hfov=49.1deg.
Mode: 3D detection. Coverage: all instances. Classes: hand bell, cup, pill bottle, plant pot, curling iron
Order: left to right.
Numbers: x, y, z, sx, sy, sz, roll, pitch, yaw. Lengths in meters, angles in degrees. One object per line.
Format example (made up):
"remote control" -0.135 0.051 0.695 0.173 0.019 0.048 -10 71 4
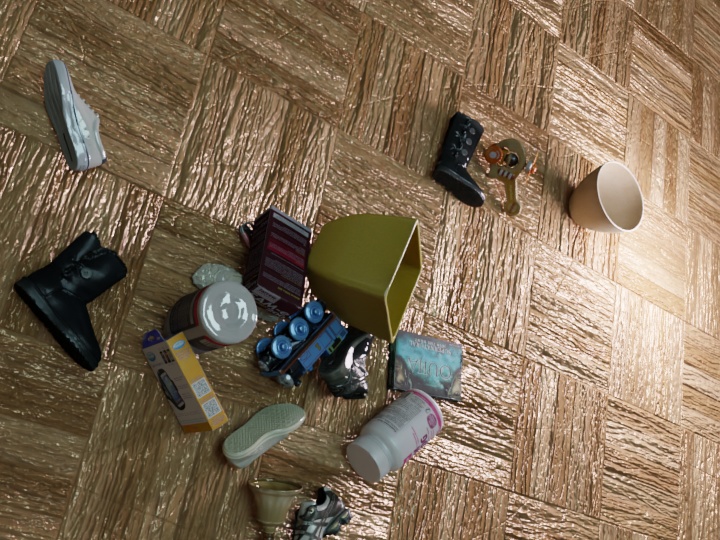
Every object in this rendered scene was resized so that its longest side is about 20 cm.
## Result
"pill bottle" -0.276 0.089 1.403 0.110 0.200 0.111 10 73 -34
"curling iron" -0.192 -0.012 1.600 0.050 0.026 0.200 -28 95 -36
"hand bell" -0.170 0.497 1.463 0.104 0.104 0.201 9 86 -34
"plant pot" 0.000 0.000 1.619 0.196 0.199 0.195 78 32 -56
"pill bottle" 0.071 0.345 1.644 0.200 0.113 0.114 -33 98 -36
"cup" 0.670 -0.188 2.200 0.200 0.143 0.201 10 72 -33

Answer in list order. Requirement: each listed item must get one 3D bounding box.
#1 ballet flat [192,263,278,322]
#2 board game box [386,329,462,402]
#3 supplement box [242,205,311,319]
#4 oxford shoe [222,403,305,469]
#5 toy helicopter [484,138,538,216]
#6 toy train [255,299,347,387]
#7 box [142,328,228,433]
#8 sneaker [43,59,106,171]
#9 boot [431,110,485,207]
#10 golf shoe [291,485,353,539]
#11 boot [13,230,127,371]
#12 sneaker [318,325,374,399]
"ballet flat" -0.227 0.036 1.538 0.200 0.072 0.072 27 63 -27
"board game box" 0.149 0.218 1.787 0.200 0.028 0.136 15 69 -32
"supplement box" -0.162 -0.016 1.543 0.109 0.061 0.200 32 44 -29
"oxford shoe" -0.185 0.314 1.505 0.200 0.075 0.058 -28 136 -45
"toy helicopter" 0.398 -0.241 2.038 0.079 0.132 0.201 -40 124 -68
"toy train" -0.120 0.146 1.575 0.114 0.087 0.200 54 54 -16
"box" -0.317 0.191 1.397 0.041 0.119 0.201 -27 95 -38
"sneaker" -0.512 -0.278 1.417 0.071 0.073 0.201 -19 99 -47
"boot" 0.271 -0.282 1.991 0.165 0.066 0.200 36 55 -25
"golf shoe" -0.106 0.496 1.505 0.200 0.078 0.095 -37 97 -47
"boot" -0.464 0.048 1.354 0.168 0.076 0.200 -42 97 -32
"sneaker" -0.014 0.194 1.652 0.200 0.076 0.114 -57 135 -49
